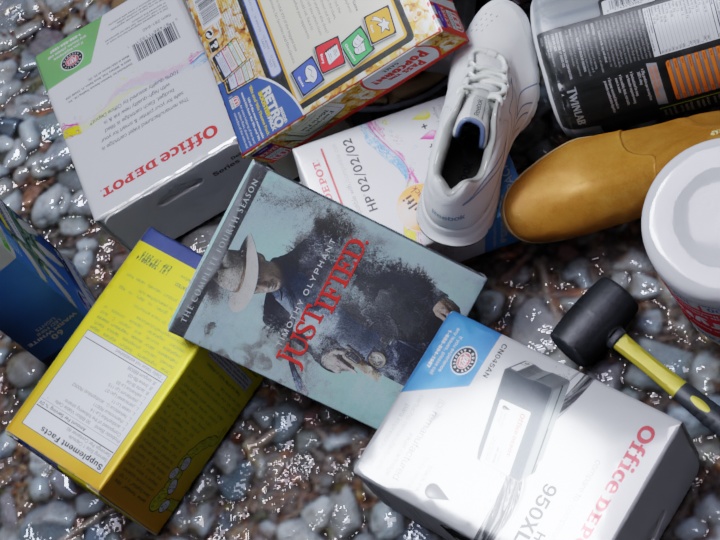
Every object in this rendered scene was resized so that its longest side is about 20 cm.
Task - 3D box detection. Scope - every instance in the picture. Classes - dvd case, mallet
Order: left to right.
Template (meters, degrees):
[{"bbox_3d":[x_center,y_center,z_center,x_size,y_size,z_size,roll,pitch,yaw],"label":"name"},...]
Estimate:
[{"bbox_3d":[-0.025,0.024,1.264,0.200,0.022,0.146,27,98,-11],"label":"dvd case"},{"bbox_3d":[0.221,0.090,1.227,0.066,0.041,0.200,-40,61,-3],"label":"mallet"}]

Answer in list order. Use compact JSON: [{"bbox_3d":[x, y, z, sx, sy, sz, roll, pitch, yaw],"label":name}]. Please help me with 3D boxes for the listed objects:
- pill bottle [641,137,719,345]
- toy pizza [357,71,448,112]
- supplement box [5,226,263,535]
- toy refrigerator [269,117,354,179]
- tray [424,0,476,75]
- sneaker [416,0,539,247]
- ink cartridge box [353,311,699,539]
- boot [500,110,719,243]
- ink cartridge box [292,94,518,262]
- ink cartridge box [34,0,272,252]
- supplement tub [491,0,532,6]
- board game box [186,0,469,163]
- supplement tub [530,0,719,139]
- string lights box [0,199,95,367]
[{"bbox_3d":[0.264,-0.008,1.153,0.112,0.200,0.112,-6,72,19],"label":"pill bottle"},{"bbox_3d":[-0.008,-0.213,1.415,0.200,0.032,0.200,5,51,-7],"label":"toy pizza"},{"bbox_3d":[-0.164,0.087,1.333,0.109,0.110,0.200,27,76,30],"label":"supplement box"},{"bbox_3d":[-0.078,-0.180,1.459,0.076,0.070,0.200,-31,56,8],"label":"toy refrigerator"},{"bbox_3d":[0.048,-0.247,1.418,0.107,0.022,0.200,11,51,-2],"label":"tray"},{"bbox_3d":[0.093,-0.119,1.259,0.074,0.087,0.200,11,70,5],"label":"sneaker"},{"bbox_3d":[0.120,0.140,1.210,0.200,0.084,0.145,25,76,29],"label":"ink cartridge box"},{"bbox_3d":[0.211,-0.073,1.227,0.201,0.144,0.071,-21,97,-11],"label":"boot"},{"bbox_3d":[0.021,-0.054,1.322,0.200,0.068,0.115,-20,70,-3],"label":"ink cartridge box"},{"bbox_3d":[-0.180,-0.133,1.464,0.145,0.084,0.200,-30,58,7],"label":"ink cartridge box"},{"bbox_3d":[0.058,-0.285,1.353,0.200,0.107,0.107,21,74,27],"label":"supplement tub"},{"bbox_3d":[-0.031,-0.197,1.311,0.200,0.046,0.152,-29,72,28],"label":"board game box"},{"bbox_3d":[0.241,-0.183,1.303,0.200,0.123,0.123,-14,60,13],"label":"supplement tub"},{"bbox_3d":[-0.284,0.003,1.368,0.059,0.200,0.103,-36,58,2],"label":"string lights box"}]
